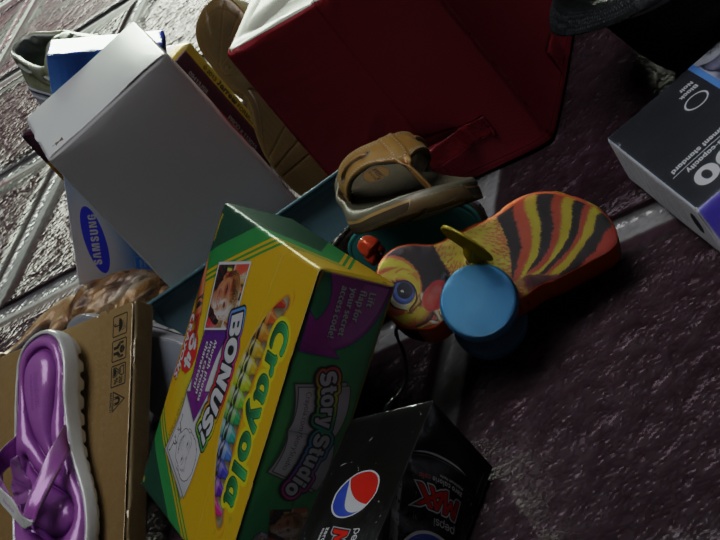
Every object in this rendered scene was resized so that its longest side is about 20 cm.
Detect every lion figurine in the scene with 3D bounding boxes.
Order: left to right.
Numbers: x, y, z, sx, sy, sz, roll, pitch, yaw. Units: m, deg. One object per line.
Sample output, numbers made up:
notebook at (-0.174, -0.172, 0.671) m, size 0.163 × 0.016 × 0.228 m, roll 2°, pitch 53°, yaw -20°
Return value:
lion figurine at (-0.233, 0.047, 1.486) m, size 0.123 × 0.073 × 0.200 m, roll -49°, pitch 25°, yaw -20°

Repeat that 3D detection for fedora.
fedora at (0.223, -0.195, 1.202) m, size 0.200 × 0.092 × 0.201 m, roll -39°, pitch 19°, yaw 16°

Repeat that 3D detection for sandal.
sandal at (-0.225, 0.134, 1.235) m, size 0.082 × 0.050 × 0.203 m, roll -33°, pitch 53°, yaw 34°
sandal at (0.019, -0.064, 1.164) m, size 0.080 × 0.054 × 0.200 m, roll -19°, pitch 14°, yaw -7°

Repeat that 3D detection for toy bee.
toy bee at (0.053, 0.005, 1.093) m, size 0.200 × 0.109 × 0.131 m, roll -31°, pitch -19°, yaw -20°

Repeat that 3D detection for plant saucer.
plant saucer at (-0.067, 0.002, 1.337) m, size 0.200 × 0.070 × 0.019 m, roll -34°, pitch 3°, yaw 16°

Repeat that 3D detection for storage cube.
storage cube at (0.036, -0.177, 1.336) m, size 0.171 × 0.180 × 0.200 m, roll -24°, pitch 30°, yaw 31°

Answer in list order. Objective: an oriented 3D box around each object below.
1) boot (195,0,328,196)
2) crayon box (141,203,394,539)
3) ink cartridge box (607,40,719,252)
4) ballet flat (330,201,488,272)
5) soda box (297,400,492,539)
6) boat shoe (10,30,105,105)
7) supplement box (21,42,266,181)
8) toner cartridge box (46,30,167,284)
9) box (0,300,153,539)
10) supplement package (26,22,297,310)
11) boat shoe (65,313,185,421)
boot at (-0.029, -0.140, 1.468) m, size 0.073 × 0.200 × 0.155 m, roll -47°, pitch -21°, yaw 29°
crayon box at (-0.063, 0.076, 1.122) m, size 0.173 × 0.058 × 0.200 m, roll 34°, pitch 108°, yaw 64°
ink cartridge box at (0.263, -0.098, 1.062) m, size 0.198 × 0.043 × 0.200 m, roll -40°, pitch 27°, yaw 2°
ballet flat at (0.000, 0.000, 1.248) m, size 0.200 × 0.072 × 0.072 m, roll -33°, pitch 27°, yaw 14°
soda box at (0.003, 0.170, 0.985) m, size 0.071 × 0.063 × 0.200 m, roll -16°, pitch 37°, yaw 40°
boat shoe at (-0.246, -0.174, 1.553) m, size 0.200 × 0.062 × 0.072 m, roll 3°, pitch 52°, yaw 54°
supplement box at (-0.191, -0.117, 1.608) m, size 0.200 × 0.131 × 0.103 m, roll 1°, pitch 49°, yaw 55°
toner cartridge box at (-0.196, -0.091, 1.474) m, size 0.095 × 0.201 × 0.043 m, roll -6°, pitch 23°, yaw -1°
box at (-0.207, 0.136, 1.270) m, size 0.163 × 0.021 × 0.201 m, roll -21°, pitch 60°, yaw 40°
supplement package at (-0.143, -0.072, 1.395) m, size 0.120 × 0.200 × 0.121 m, roll -42°, pitch 27°, yaw 0°
boat shoe at (-0.128, 0.075, 1.297) m, size 0.200 × 0.071 × 0.070 m, roll 17°, pitch 16°, yaw 41°
